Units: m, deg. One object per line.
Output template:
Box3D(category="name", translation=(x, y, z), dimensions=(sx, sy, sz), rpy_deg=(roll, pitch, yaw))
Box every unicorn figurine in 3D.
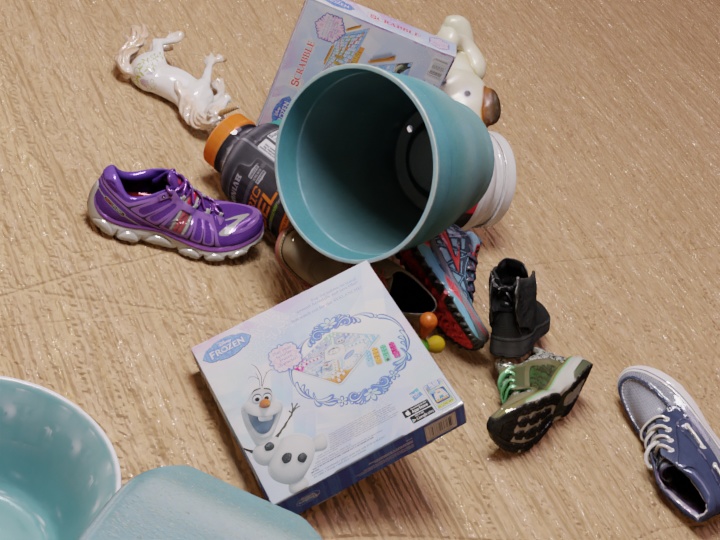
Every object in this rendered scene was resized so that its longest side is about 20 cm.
Box3D(category="unicorn figurine", translation=(-0.220, -0.237, 1.669), dimensions=(0.199, 0.074, 0.138), rpy_deg=(16, 43, 10))

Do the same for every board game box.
Box3D(category="board game box", translation=(-0.008, -0.233, 1.676), dimensions=(0.199, 0.201, 0.041), rpy_deg=(21, 33, -9))
Box3D(category="board game box", translation=(-0.033, 0.110, 1.262), dimensions=(0.199, 0.043, 0.199), rpy_deg=(-26, 54, -10))

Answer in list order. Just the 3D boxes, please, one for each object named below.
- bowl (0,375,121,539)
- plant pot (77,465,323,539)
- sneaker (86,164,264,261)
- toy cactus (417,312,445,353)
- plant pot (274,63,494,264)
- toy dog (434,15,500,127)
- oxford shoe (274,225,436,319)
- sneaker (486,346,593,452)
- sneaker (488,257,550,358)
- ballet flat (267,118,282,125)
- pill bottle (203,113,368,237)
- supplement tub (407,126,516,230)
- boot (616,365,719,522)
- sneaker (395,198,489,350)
Box3D(category="bowl", translation=(-0.293, 0.186, 1.018), dimensions=(0.200, 0.105, 0.201), rpy_deg=(15, 34, -11))
Box3D(category="plant pot", translation=(-0.125, 0.260, 0.974), dimensions=(0.196, 0.196, 0.200), rpy_deg=(25, 26, -2))
Box3D(category="sneaker", translation=(-0.194, -0.068, 1.441), dimensions=(0.199, 0.084, 0.081), rpy_deg=(9, 38, -25))
Box3D(category="toy cactus", translation=(-0.002, 0.095, 1.359), dimensions=(0.164, 0.103, 0.200), rpy_deg=(16, 43, 3))
Box3D(category="plant pot", translation=(0.044, -0.115, 1.403), dimensions=(0.200, 0.201, 0.188), rpy_deg=(43, 27, 23))
Box3D(category="toy dog", translation=(0.113, -0.234, 1.789), dimensions=(0.139, 0.195, 0.200), rpy_deg=(-15, 23, 0))
Box3D(category="oxford shoe", translation=(0.000, 0.000, 1.436), dimensions=(0.199, 0.071, 0.075), rpy_deg=(21, -8, -33))
Box3D(category="sneaker", translation=(0.175, 0.134, 1.443), dimensions=(0.088, 0.077, 0.200), rpy_deg=(28, 27, 24))
Box3D(category="sneaker", translation=(0.179, 0.032, 1.499), dimensions=(0.060, 0.105, 0.200), rpy_deg=(3, 16, 17))
Box3D(category="ballet flat", translation=(-0.067, -0.151, 1.605), dimensions=(0.067, 0.200, 0.071), rpy_deg=(-43, 113, -33))
Box3D(category="pill bottle", translation=(-0.089, -0.099, 1.530), dimensions=(0.200, 0.107, 0.106), rpy_deg=(38, 36, 17))
Box3D(category="supplement tub", translation=(0.078, -0.118, 1.634), dimensions=(0.199, 0.141, 0.141), rpy_deg=(1, 41, -31))
Box3D(category="boot", translation=(0.342, 0.187, 1.464), dimensions=(0.090, 0.073, 0.200), rpy_deg=(-7, 47, -47))
Box3D(category="sneaker", translation=(0.107, -0.007, 1.509), dimensions=(0.095, 0.079, 0.201), rpy_deg=(-23, 76, -18))
